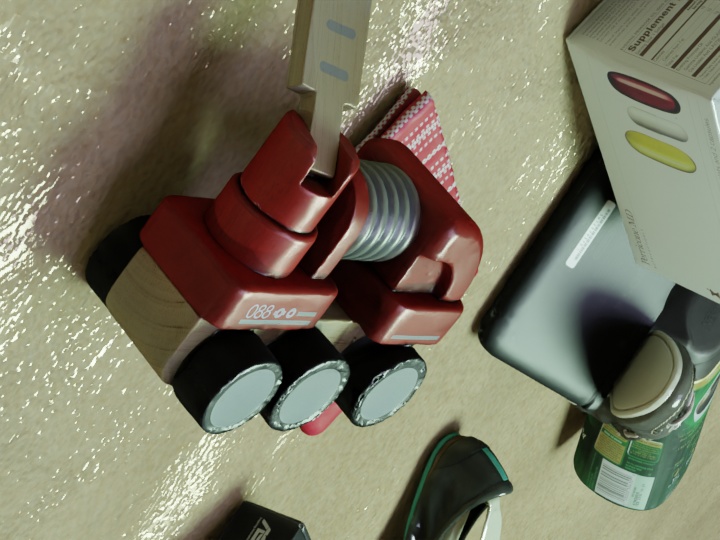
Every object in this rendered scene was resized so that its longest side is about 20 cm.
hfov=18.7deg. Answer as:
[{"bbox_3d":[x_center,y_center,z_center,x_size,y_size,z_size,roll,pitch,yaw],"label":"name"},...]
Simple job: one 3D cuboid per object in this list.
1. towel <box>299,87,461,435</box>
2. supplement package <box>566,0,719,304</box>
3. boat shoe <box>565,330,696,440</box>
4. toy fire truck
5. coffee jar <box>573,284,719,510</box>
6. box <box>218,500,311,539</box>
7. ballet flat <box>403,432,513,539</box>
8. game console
[{"bbox_3d":[0.000,0.000,1.180,0.145,0.022,0.200,-46,154,-14],"label":"towel"},{"bbox_3d":[0.231,-0.099,1.303,0.156,0.111,0.201,-45,137,-19],"label":"supplement package"},{"bbox_3d":[0.196,0.083,1.476,0.067,0.057,0.200,-58,-171,-7],"label":"boat shoe"},{"bbox_3d":[-0.012,-0.043,0.987,0.175,0.129,0.200,4,130,-54],"label":"toy fire truck"},{"bbox_3d":[0.222,0.081,1.626,0.104,0.085,0.201,-51,161,-39],"label":"coffee jar"},{"bbox_3d":[-0.080,0.259,1.267,0.201,0.044,0.161,-57,149,-28],"label":"box"},{"bbox_3d":[0.050,0.205,1.498,0.068,0.068,0.201,-24,143,-50],"label":"ballet flat"},{"bbox_3d":[0.164,-0.020,1.469,0.175,0.116,0.201,29,97,-37],"label":"game console"}]
